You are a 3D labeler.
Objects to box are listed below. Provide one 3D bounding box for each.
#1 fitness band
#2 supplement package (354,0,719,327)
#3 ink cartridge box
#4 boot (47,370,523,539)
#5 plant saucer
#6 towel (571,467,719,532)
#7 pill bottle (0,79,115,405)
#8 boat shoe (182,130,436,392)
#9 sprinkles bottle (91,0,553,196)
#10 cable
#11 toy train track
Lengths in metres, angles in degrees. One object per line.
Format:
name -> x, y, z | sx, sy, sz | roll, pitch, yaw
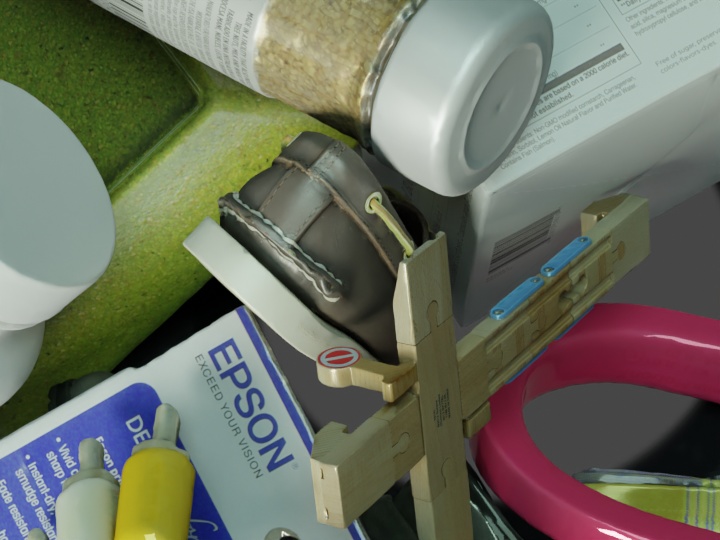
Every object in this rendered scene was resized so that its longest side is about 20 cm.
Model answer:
fitness band -> 0.136, 0.073, 0.822 | 0.199, 0.037, 0.144 | 14, 35, 3
supplement package -> 0.053, -0.116, 0.860 | 0.150, 0.152, 0.200 | -29, 74, -11
ink cartridge box -> -0.071, 0.143, 0.769 | 0.200, 0.047, 0.198 | -29, 84, 12
boot -> -0.014, 0.098, 0.814 | 0.130, 0.068, 0.200 | -34, 82, 7
plant saucer -> -0.130, -0.067, 0.851 | 0.200, 0.048, 0.200 | -42, 75, 14
towel -> 0.137, 0.170, 0.831 | 0.143, 0.023, 0.201 | 7, 71, 1
pill bottle -> -0.179, 0.019, 0.781 | 0.200, 0.111, 0.111 | -34, 70, 30
boat shoe -> 0.000, 0.000, 0.792 | 0.072, 0.200, 0.060 | 41, 92, 19
sprinkles bottle -> -0.035, -0.097, 0.751 | 0.200, 0.068, 0.068 | 30, 72, 22
cable -> -0.075, 0.131, 0.672 | 0.050, 0.200, 0.097 | 33, 115, -25
toy train track -> 0.037, 0.023, 0.763 | 0.032, 0.115, 0.200 | 13, 32, 33
